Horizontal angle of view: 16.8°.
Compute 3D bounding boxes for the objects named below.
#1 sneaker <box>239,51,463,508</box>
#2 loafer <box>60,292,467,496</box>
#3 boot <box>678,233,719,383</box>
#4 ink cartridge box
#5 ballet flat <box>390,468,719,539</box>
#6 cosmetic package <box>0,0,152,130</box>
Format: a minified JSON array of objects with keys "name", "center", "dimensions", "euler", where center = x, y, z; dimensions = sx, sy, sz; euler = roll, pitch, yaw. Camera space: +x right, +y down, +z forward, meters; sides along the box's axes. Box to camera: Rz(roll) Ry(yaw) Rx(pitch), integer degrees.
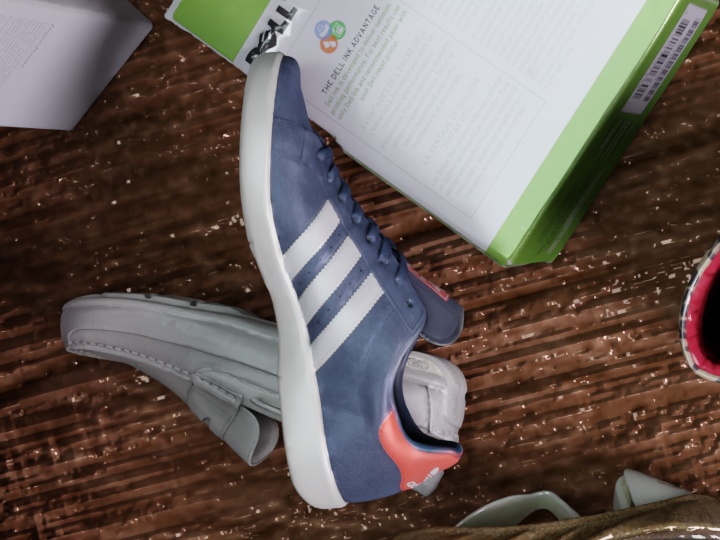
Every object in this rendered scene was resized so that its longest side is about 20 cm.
[{"name":"sneaker","center":[0.000,0.000,1.063],"dimensions":[0.084,0.075,0.201],"euler":[-10,97,8]},{"name":"loafer","center":[-0.050,0.055,1.135],"dimensions":[0.199,0.070,0.070],"euler":[12,87,17]},{"name":"boot","center":[0.211,-0.024,1.004],"dimensions":[0.200,0.150,0.073],"euler":[-41,80,15]},{"name":"ink cartridge box","center":[0.036,-0.118,1.099],"dimensions":[0.200,0.076,0.148],"euler":[36,102,15]},{"name":"ballet flat","center":[0.102,0.126,1.080],"dimensions":[0.199,0.073,0.068],"euler":[-8,132,-8]},{"name":"cosmetic package","center":[-0.184,-0.123,1.103],"dimensions":[0.101,0.200,0.071],"euler":[42,103,12]}]
